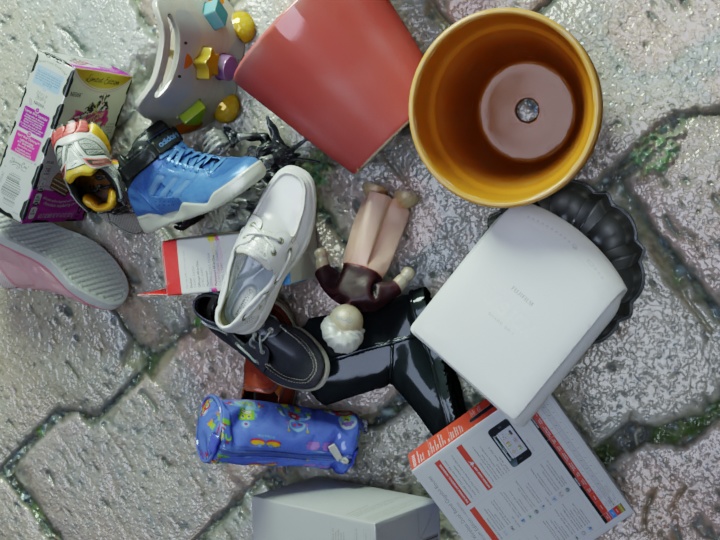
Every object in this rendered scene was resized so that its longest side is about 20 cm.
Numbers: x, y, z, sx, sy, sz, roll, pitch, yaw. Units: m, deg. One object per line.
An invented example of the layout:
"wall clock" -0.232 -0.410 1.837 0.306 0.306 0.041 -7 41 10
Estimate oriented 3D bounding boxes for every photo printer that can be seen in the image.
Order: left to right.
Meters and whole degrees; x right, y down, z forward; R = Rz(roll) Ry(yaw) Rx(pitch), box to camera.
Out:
"photo printer" 0.174 0.039 1.354 0.166 0.069 0.201 41 97 17

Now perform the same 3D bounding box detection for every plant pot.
"plant pot" -0.015 -0.221 1.427 0.200 0.201 0.177 -43 93 16
"plant pot" 0.168 -0.174 1.369 0.197 0.183 0.203 2 96 15

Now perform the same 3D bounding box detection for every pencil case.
"pencil case" -0.093 0.196 1.487 0.198 0.087 0.079 9 109 -22

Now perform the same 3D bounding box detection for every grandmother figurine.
"grandmother figurine" 0.000 0.000 1.464 0.120 0.061 0.202 10 72 23

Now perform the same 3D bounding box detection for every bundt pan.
"bundt pan" 0.221 -0.002 1.428 0.199 0.076 0.205 2 96 15

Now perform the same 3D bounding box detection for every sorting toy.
"sorting toy" -0.211 -0.247 1.475 0.106 0.180 0.203 14 100 14

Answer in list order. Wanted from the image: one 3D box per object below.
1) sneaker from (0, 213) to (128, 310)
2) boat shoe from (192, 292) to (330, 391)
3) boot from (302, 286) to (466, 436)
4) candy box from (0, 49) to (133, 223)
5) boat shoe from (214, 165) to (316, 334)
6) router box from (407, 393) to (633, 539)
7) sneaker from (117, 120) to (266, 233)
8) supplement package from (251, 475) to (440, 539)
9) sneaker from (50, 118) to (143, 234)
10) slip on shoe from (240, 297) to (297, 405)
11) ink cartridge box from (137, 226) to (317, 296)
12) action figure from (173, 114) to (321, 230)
"sneaker" -0.395 -0.001 1.617 0.199 0.076 0.105 32 140 -9
"boat shoe" -0.122 0.082 1.489 0.199 0.062 0.073 32 98 32
"boot" 0.028 0.134 1.496 0.166 0.076 0.203 -19 85 15
"candy box" -0.367 -0.161 1.550 0.060 0.136 0.202 25 102 17
"boat shoe" -0.107 -0.020 1.403 0.070 0.069 0.202 23 97 14
"router box" 0.181 0.241 1.431 0.179 0.049 0.201 -35 104 6
"sneaker" -0.202 -0.120 1.436 0.199 0.077 0.112 -16 106 42
"supplement package" -0.018 0.322 1.472 0.198 0.119 0.123 3 98 41
"sneaker" -0.312 -0.093 1.520 0.077 0.200 0.083 -20 59 9
"slip on shoe" -0.114 0.132 1.547 0.073 0.061 0.203 5 96 17
"ink cartridge box" -0.160 -0.011 1.516 0.197 0.116 0.068 -5 93 16
"action figure" -0.150 -0.111 1.512 0.198 0.102 0.120 -19 93 20
